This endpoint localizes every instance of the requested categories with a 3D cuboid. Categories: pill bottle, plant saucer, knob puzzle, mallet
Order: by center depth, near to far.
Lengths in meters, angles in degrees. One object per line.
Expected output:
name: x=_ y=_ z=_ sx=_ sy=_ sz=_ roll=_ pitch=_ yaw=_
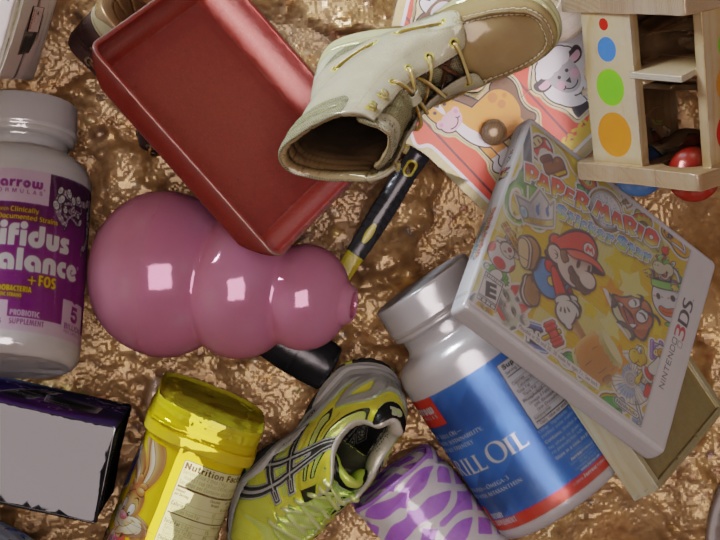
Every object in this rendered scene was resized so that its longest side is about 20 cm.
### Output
plant saucer: x=-0.096 y=-0.116 z=1.670 sx=0.200 sy=0.200 sz=0.037 roll=49 pitch=125 yaw=-4
pill bottle: x=-0.258 y=-0.027 z=1.681 sx=0.111 sy=0.112 sz=0.201 roll=2 pitch=77 yaw=-1
pill bottle: x=0.100 y=0.092 z=1.712 sx=0.112 sy=0.112 sz=0.201 roll=-34 pitch=93 yaw=1
knob puzzle: x=0.107 y=-0.161 z=1.735 sx=0.218 sy=0.030 sz=0.221 roll=0 pitch=94 yaw=-1
mallet: x=0.000 y=0.000 z=1.737 sx=0.066 sy=0.041 sz=0.200 roll=39 pitch=92 yaw=-4

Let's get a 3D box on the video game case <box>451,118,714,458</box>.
video game case: x=0.169 y=0.013 z=1.674 sx=0.200 sy=0.023 sz=0.183 roll=36 pitch=53 yaw=-20

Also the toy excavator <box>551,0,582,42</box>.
toy excavator: x=0.076 y=-0.271 z=1.694 sx=0.193 sy=0.100 sz=0.202 roll=-1 pitch=97 yaw=0

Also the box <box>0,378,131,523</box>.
box: x=-0.280 y=0.122 z=1.690 sx=0.199 sy=0.141 sz=0.079 roll=13 pitch=91 yaw=-2

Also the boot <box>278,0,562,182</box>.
boot: x=0.044 y=-0.132 z=1.645 sx=0.199 sy=0.155 sz=0.072 roll=-13 pitch=117 yaw=23

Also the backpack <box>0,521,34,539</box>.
backpack: x=-0.319 y=0.258 z=1.680 sx=0.189 sy=0.154 sz=0.201 roll=14 pitch=94 yaw=13

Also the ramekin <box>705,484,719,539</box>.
ramekin: x=0.371 y=0.219 z=1.735 sx=0.201 sy=0.094 sz=0.204 roll=0 pitch=94 yaw=-2

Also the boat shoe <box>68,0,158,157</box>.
boat shoe: x=-0.142 y=-0.121 z=1.721 sx=0.200 sy=0.072 sz=0.072 roll=44 pitch=123 yaw=-12

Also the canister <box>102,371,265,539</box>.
canister: x=-0.147 y=0.191 z=1.696 sx=0.086 sy=0.149 sz=0.201 roll=21 pitch=95 yaw=-5

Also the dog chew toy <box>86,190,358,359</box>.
dog chew toy: x=-0.100 y=0.010 z=1.681 sx=0.199 sy=0.124 sz=0.125 roll=8 pitch=94 yaw=14

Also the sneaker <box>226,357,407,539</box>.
sneaker: x=-0.037 y=0.159 z=1.717 sx=0.075 sy=0.076 sz=0.201 roll=27 pitch=105 yaw=-23

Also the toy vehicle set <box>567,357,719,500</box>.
toy vehicle set: x=0.189 y=0.058 z=1.712 sx=0.026 sy=0.124 sz=0.201 roll=-30 pitch=95 yaw=42

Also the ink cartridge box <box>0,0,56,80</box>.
ink cartridge box: x=-0.306 y=-0.196 z=1.637 sx=0.146 sy=0.200 sz=0.083 roll=17 pitch=94 yaw=-2

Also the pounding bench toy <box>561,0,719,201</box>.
pounding bench toy: x=0.268 y=-0.144 z=1.685 sx=0.199 sy=0.124 sz=0.157 roll=-18 pitch=107 yaw=-37

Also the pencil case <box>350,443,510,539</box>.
pencil case: x=0.079 y=0.230 z=1.740 sx=0.085 sy=0.084 sz=0.200 roll=-32 pitch=95 yaw=45
